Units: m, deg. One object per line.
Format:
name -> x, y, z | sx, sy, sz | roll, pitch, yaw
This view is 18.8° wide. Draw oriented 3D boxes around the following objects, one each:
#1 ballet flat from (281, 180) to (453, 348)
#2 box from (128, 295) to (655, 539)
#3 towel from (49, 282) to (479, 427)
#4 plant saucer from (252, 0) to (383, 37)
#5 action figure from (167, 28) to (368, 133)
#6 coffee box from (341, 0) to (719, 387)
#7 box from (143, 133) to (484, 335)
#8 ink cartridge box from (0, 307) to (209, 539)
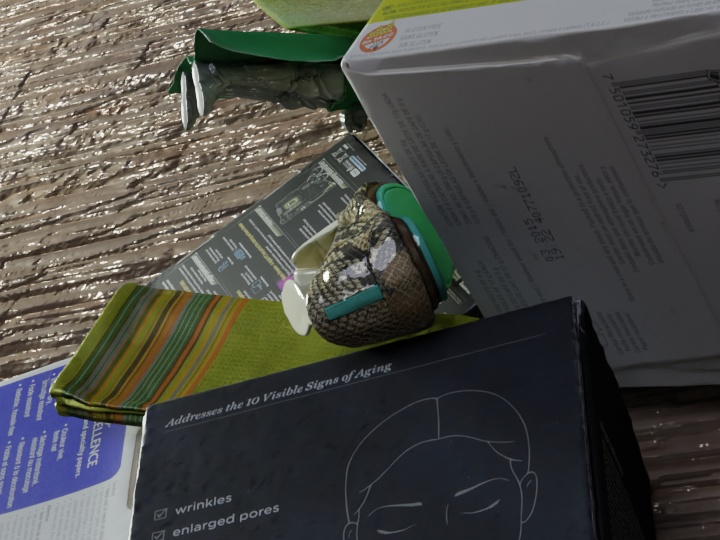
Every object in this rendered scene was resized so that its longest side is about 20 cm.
ballet flat -> 0.000, 0.000, 0.976 | 0.075, 0.068, 0.200 | -24, 5, 5
box -> 0.015, 0.136, 0.870 | 0.200, 0.124, 0.197 | -15, 39, 13
towel -> -0.048, 0.043, 1.041 | 0.200, 0.018, 0.086 | 4, 47, 26
plant saucer -> 0.053, -0.153, 1.180 | 0.200, 0.200, 0.048 | -1, 89, 33
action figure -> 0.004, -0.104, 1.187 | 0.200, 0.055, 0.118 | -5, -3, -16
coffee box -> 0.152, -0.085, 0.966 | 0.200, 0.200, 0.198 | -4, 39, 37
box -> -0.021, 0.025, 1.125 | 0.160, 0.044, 0.200 | -37, 34, -4
ink cartridge box -> -0.159, 0.128, 1.070 | 0.200, 0.047, 0.198 | -18, 40, 19
